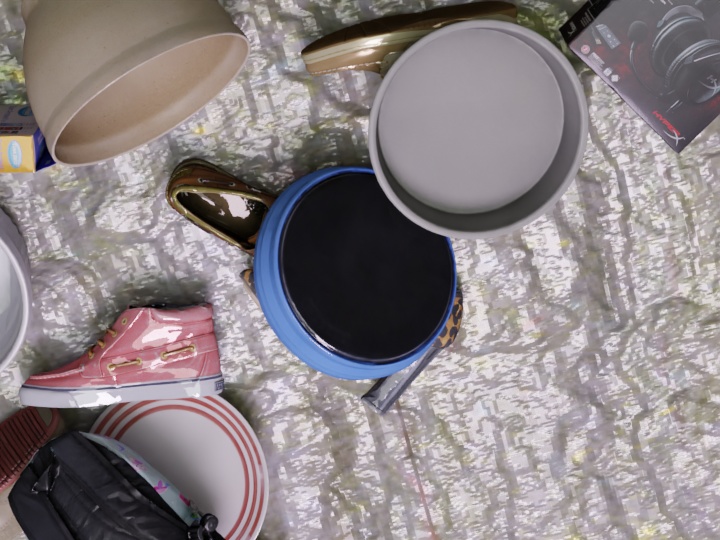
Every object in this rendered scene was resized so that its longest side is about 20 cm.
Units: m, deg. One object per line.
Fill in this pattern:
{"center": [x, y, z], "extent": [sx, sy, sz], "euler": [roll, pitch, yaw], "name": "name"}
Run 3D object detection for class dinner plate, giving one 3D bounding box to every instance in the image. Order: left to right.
{"center": [-0.182, 0.209, 1.798], "extent": [0.200, 0.024, 0.201], "euler": [0, 88, 15], "name": "dinner plate"}

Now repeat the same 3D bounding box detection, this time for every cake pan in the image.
{"center": [0.103, -0.128, 1.637], "extent": [0.200, 0.037, 0.201], "euler": [-3, 108, -8], "name": "cake pan"}

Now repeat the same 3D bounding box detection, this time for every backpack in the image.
{"center": [-0.239, 0.247, 1.735], "extent": [0.167, 0.127, 0.200], "euler": [-43, 81, -8], "name": "backpack"}

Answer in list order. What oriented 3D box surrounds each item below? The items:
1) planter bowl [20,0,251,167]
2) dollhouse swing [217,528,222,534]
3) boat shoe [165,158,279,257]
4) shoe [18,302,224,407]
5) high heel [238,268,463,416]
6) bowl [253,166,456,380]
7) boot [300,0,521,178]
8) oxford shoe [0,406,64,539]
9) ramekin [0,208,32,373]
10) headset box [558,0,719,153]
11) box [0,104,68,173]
{"center": [-0.214, -0.202, 1.610], "extent": [0.200, 0.200, 0.135], "euler": [-33, 79, 10], "name": "planter bowl"}
{"center": [-0.160, 0.346, 1.868], "extent": [0.200, 0.176, 0.182], "euler": [-38, 147, 11], "name": "dollhouse swing"}
{"center": [-0.090, -0.039, 1.718], "extent": [0.200, 0.068, 0.072], "euler": [19, 106, -8], "name": "boat shoe"}
{"center": [-0.232, 0.080, 1.761], "extent": [0.200, 0.071, 0.091], "euler": [-5, 93, 7], "name": "shoe"}
{"center": [-0.005, 0.026, 1.752], "extent": [0.200, 0.071, 0.143], "euler": [40, 92, -10], "name": "high heel"}
{"center": [0.000, 0.000, 1.687], "extent": [0.200, 0.039, 0.201], "euler": [6, 77, -25], "name": "bowl"}
{"center": [0.054, -0.156, 1.680], "extent": [0.200, 0.073, 0.156], "euler": [-11, 110, -3], "name": "boot"}
{"center": [-0.350, 0.215, 1.815], "extent": [0.200, 0.070, 0.075], "euler": [-49, 133, 10], "name": "oxford shoe"}
{"center": [-0.400, 0.012, 1.711], "extent": [0.200, 0.105, 0.200], "euler": [0, 109, 0], "name": "ramekin"}
{"center": [0.304, -0.231, 1.655], "extent": [0.149, 0.077, 0.200], "euler": [43, 105, -14], "name": "headset box"}
{"center": [-0.362, -0.119, 1.659], "extent": [0.200, 0.119, 0.042], "euler": [-3, 109, -1], "name": "box"}
